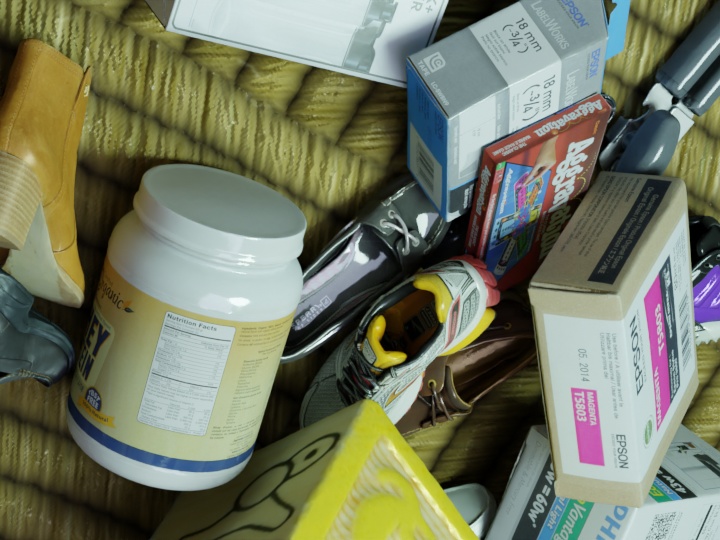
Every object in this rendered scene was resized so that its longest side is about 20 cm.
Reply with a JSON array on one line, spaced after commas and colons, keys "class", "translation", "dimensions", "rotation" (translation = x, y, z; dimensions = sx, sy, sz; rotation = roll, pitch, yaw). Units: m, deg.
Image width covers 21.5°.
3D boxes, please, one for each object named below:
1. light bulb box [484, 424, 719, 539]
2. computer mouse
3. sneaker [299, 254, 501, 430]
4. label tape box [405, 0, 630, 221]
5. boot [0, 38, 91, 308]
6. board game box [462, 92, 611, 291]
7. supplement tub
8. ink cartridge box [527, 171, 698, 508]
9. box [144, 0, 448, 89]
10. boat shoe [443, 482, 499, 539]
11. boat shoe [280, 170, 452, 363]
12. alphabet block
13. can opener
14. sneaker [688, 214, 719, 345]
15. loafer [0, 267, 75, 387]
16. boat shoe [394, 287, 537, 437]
[{"class": "light bulb box", "translation": [0.207, 0.238, 1.583], "dimensions": [0.199, 0.125, 0.200], "rotation": [2, 117, -47]}, {"class": "computer mouse", "translation": [0.125, -0.065, 1.478], "dimensions": [0.200, 0.034, 0.059], "rotation": [-45, 123, 3]}, {"class": "sneaker", "translation": [0.014, 0.061, 1.435], "dimensions": [0.200, 0.078, 0.082], "rotation": [-49, 159, 26]}, {"class": "label tape box", "translation": [0.132, -0.137, 1.379], "dimensions": [0.199, 0.064, 0.145], "rotation": [-28, 154, -12]}, {"class": "boot", "translation": [-0.211, -0.065, 1.305], "dimensions": [0.070, 0.201, 0.145], "rotation": [13, 73, 9]}, {"class": "board game box", "translation": [0.127, -0.048, 1.430], "dimensions": [0.102, 0.019, 0.201], "rotation": [-28, 154, -20]}, {"class": "supplement tub", "translation": [-0.123, 0.039, 1.359], "dimensions": [0.143, 0.145, 0.202], "rotation": [7, 113, -26]}, {"class": "ink cartridge box", "translation": [0.198, 0.052, 1.444], "dimensions": [0.074, 0.165, 0.201], "rotation": [6, 126, 24]}, {"class": "box", "translation": [-0.036, -0.208, 1.315], "dimensions": [0.198, 0.060, 0.117], "rotation": [11, 112, -28]}, {"class": "boat shoe", "translation": [0.023, 0.227, 1.565], "dimensions": [0.199, 0.075, 0.069], "rotation": [-28, 130, -6]}, {"class": "boat shoe", "translation": [0.000, 0.000, 1.434], "dimensions": [0.200, 0.057, 0.067], "rotation": [-42, 100, 3]}, {"class": "alphabet block", "translation": [-0.040, 0.249, 1.410], "dimensions": [0.199, 0.196, 0.197], "rotation": [-27, 109, 33]}, {"class": "can opener", "translation": [0.265, -0.139, 1.478], "dimensions": [0.053, 0.067, 0.200], "rotation": [33, 103, -34]}, {"class": "sneaker", "translation": [0.300, 0.000, 1.567], "dimensions": [0.198, 0.070, 0.100], "rotation": [-13, 118, -17]}, {"class": "loafer", "translation": [-0.254, 0.047, 1.307], "dimensions": [0.073, 0.072, 0.200], "rotation": [-55, 159, -12]}, {"class": "boat shoe", "translation": [0.057, 0.087, 1.508], "dimensions": [0.199, 0.068, 0.072], "rotation": [-32, 124, -5]}]
